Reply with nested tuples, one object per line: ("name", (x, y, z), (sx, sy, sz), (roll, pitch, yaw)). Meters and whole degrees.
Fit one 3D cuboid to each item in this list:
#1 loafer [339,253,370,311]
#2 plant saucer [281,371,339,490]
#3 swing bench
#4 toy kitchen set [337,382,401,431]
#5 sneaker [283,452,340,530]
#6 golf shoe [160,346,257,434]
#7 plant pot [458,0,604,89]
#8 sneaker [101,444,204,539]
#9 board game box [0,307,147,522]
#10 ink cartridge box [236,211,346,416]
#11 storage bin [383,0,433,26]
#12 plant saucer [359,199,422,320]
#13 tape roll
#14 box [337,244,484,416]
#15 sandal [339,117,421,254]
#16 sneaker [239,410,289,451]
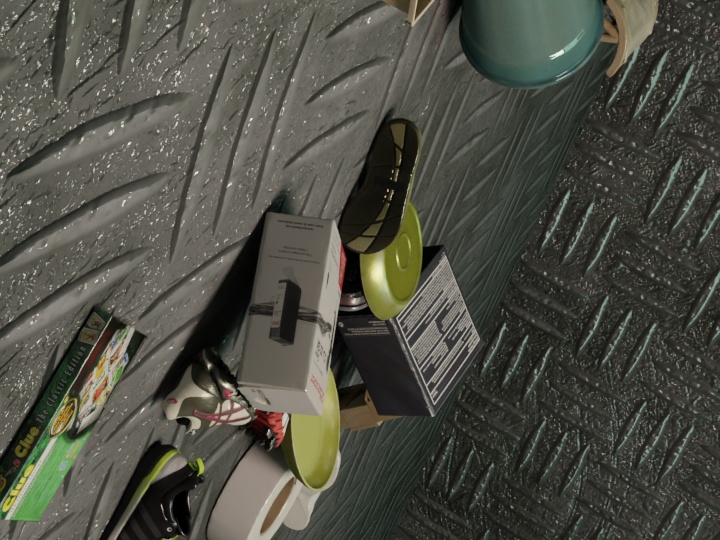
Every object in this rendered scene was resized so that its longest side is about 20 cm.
("loafer", (0.000, 0.000, 1.770), (0.200, 0.071, 0.064), (-47, 143, -64))
("plant saucer", (-0.078, 0.226, 1.785), (0.200, 0.031, 0.203), (-3, 90, -72))
("swing bench", (0.397, -0.452, 2.023), (0.199, 0.199, 0.131), (-45, 160, -51))
("toy kitchen set", (0.014, 0.156, 2.108), (0.199, 0.182, 0.163), (-18, -163, 42))
("sneaker", (-0.090, 0.382, 2.217), (0.201, 0.075, 0.089), (-62, -179, 29))
("golf shoe", (-0.178, 0.149, 1.392), (0.088, 0.077, 0.200), (-38, 161, -8))
("plant pot", (0.211, -0.368, 1.540), (0.201, 0.199, 0.196), (-59, 160, -10))
("sneaker", (-0.242, 0.299, 1.392), (0.202, 0.082, 0.072), (-65, 166, 15))
("board game box", (-0.267, 0.134, 1.084), (0.201, 0.023, 0.105), (-60, 169, -8))
("ink cartridge box", (-0.076, 0.054, 1.372), (0.144, 0.083, 0.202), (74, 25, -72))
("storage bin", (0.073, -0.385, 1.154), (0.201, 0.093, 0.199), (-52, 165, -33))
("plant saucer", (0.051, -0.028, 1.757), (0.200, 0.031, 0.203), (1, 90, -66))
("tape roll", (-0.155, 0.348, 1.859), (0.203, 0.070, 0.203), (-56, 166, -22))
("box", (0.081, 0.099, 1.939), (0.200, 0.122, 0.200), (-48, 122, -43))
("sandal", (0.035, -0.112, 1.630), (0.057, 0.079, 0.203), (-66, 179, -70))
("sneaker", (-0.118, 0.172, 1.632), (0.098, 0.070, 0.201), (-51, 162, -30))
